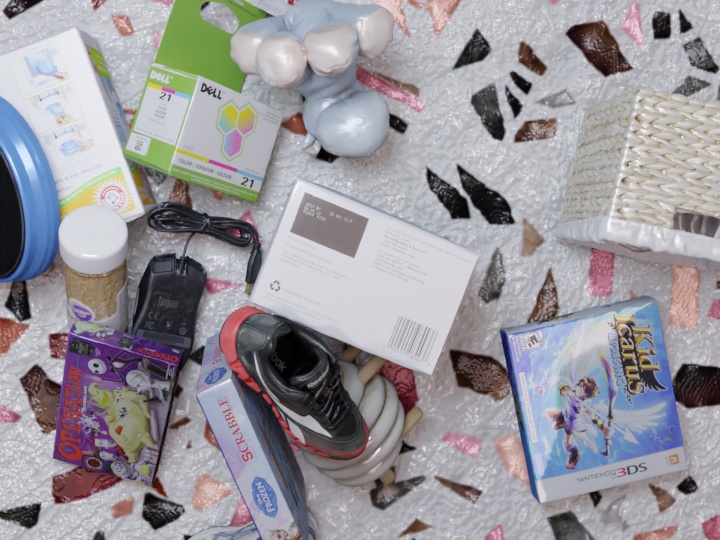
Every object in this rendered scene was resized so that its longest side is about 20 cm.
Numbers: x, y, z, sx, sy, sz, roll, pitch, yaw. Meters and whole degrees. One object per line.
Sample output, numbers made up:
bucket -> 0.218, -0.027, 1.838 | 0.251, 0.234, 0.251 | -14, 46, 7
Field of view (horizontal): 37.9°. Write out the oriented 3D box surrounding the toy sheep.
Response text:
toy sheep -> -0.009, 0.166, 1.154 | 0.137, 0.138, 0.201 | -35, 117, 0

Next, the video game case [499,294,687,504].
video game case -> 0.268, 0.148, 1.207 | 0.178, 0.045, 0.204 | -13, 95, -3

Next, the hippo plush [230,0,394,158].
hippo plush -> -0.050, -0.194, 1.110 | 0.157, 0.200, 0.163 | -25, 124, -20

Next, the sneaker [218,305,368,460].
sneaker -> -0.049, 0.116, 1.013 | 0.201, 0.097, 0.071 | 50, 62, -24

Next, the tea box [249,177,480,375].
tea box -> 0.000, 0.000, 1.105 | 0.197, 0.197, 0.136 | 22, 94, -3

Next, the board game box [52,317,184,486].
board game box -> -0.264, 0.147, 1.133 | 0.118, 0.033, 0.202 | 19, 128, 0

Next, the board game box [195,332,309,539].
board game box -> -0.110, 0.179, 1.100 | 0.041, 0.200, 0.203 | -22, 102, 0

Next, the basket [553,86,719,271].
basket -> 0.332, -0.090, 1.116 | 0.194, 0.200, 0.164 | 11, 92, -4

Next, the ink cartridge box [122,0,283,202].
ink cartridge box -> -0.148, -0.190, 1.101 | 0.075, 0.147, 0.203 | 21, 94, 33

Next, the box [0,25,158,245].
box -> -0.302, -0.140, 1.120 | 0.100, 0.113, 0.203 | -19, 96, -1

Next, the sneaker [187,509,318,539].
sneaker -> -0.141, 0.326, 1.177 | 0.198, 0.088, 0.076 | -28, 97, 1

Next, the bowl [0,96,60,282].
bowl -> -0.388, -0.083, 1.092 | 0.198, 0.039, 0.204 | 18, 119, 36

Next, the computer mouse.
computer mouse -> -0.187, 0.025, 1.177 | 0.138, 0.046, 0.204 | 6, 102, -26

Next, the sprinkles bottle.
sprinkles bottle -> -0.275, 0.022, 1.097 | 0.067, 0.201, 0.069 | 6, 51, -7
